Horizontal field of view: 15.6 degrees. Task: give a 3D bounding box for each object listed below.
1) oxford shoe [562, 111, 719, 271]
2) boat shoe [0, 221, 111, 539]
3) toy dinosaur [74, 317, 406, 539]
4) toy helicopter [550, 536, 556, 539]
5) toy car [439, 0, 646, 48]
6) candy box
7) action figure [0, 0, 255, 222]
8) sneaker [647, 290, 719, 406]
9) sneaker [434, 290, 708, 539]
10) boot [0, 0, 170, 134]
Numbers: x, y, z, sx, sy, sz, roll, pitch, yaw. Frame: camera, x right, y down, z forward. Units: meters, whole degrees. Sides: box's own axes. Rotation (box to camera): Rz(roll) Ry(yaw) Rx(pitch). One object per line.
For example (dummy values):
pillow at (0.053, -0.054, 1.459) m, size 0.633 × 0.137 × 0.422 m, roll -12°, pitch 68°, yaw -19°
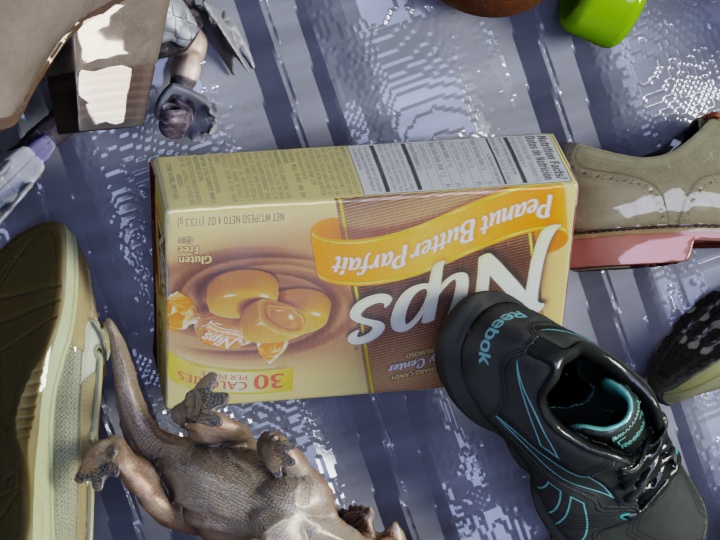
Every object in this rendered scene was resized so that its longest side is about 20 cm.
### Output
oxford shoe at (0.197, -0.045, 1.328) m, size 0.200 × 0.070 × 0.075 m, roll -7°, pitch 89°, yaw -11°
boat shoe at (-0.151, 0.073, 1.248) m, size 0.063 × 0.073 × 0.201 m, roll 35°, pitch 43°, yaw -44°
toy dinosaur at (-0.055, 0.111, 1.244) m, size 0.200 × 0.136 × 0.086 m, roll 37°, pitch 88°, yaw 17°
toy helicopter at (0.052, 0.174, 1.322) m, size 0.200 × 0.079 × 0.132 m, roll -31°, pitch 89°, yaw -18°
toy car at (0.092, -0.198, 1.233) m, size 0.164 × 0.200 × 0.158 m, roll 22°, pitch 89°, yaw -11°
candy box at (0.000, 0.000, 1.277) m, size 0.200 × 0.055 × 0.115 m, roll -4°, pitch 124°, yaw -11°
action figure at (-0.133, -0.098, 1.264) m, size 0.200 × 0.069 × 0.130 m, roll -42°, pitch 94°, yaw -9°
sneaker at (0.245, 0.039, 1.343) m, size 0.200 × 0.077 × 0.089 m, roll -22°, pitch 105°, yaw -7°
sneaker at (0.115, 0.088, 1.271) m, size 0.200 × 0.079 × 0.075 m, roll 43°, pitch 71°, yaw -34°
boot at (-0.170, -0.131, 1.169) m, size 0.200 × 0.070 × 0.146 m, roll -8°, pitch 94°, yaw -41°
